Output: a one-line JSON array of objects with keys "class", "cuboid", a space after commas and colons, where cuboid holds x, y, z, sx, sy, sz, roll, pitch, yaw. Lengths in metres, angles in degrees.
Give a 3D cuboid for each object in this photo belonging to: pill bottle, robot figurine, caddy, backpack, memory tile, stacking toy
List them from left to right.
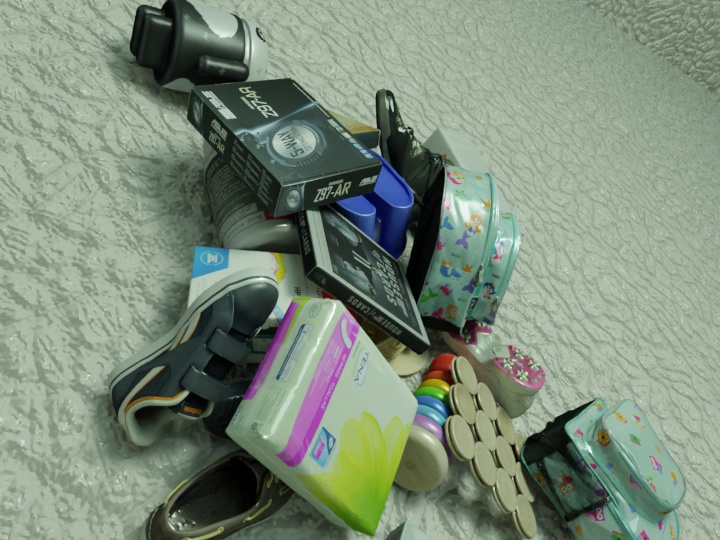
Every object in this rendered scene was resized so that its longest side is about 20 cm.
[{"class": "robot figurine", "cuboid": [-0.229, -0.322, 0.948, 0.195, 0.124, 0.155, 4, 70, -36]}, {"class": "pill bottle", "cuboid": [-0.137, -0.095, 0.827, 0.111, 0.114, 0.204, 4, 51, -35]}, {"class": "caddy", "cuboid": [-0.011, -0.089, 0.931, 0.138, 0.107, 0.201, -13, 47, -29]}, {"class": "stacking toy", "cuboid": [0.092, 0.174, 0.807, 0.085, 0.086, 0.200, 41, 34, 1]}, {"class": "backpack", "cuboid": [0.135, -0.034, 0.881, 0.145, 0.206, 0.179, 7, 25, 3]}, {"class": "memory tile", "cuboid": [0.163, 0.216, 0.803, 0.201, 0.017, 0.155, 52, 29, -22]}, {"class": "backpack", "cuboid": [0.327, 0.278, 0.839, 0.174, 0.152, 0.204, -6, 67, -54]}]

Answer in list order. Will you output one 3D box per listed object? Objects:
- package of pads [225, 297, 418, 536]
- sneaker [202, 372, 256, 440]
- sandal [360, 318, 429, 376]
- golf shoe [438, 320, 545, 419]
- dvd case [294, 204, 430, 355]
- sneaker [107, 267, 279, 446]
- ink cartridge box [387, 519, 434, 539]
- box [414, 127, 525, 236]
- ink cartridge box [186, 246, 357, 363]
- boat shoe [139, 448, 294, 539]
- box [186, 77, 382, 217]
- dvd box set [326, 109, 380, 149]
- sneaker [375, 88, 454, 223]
[{"class": "package of pads", "cuboid": [-0.026, 0.141, 0.643, 0.201, 0.067, 0.157, 54, 49, -37]}, {"class": "sneaker", "cuboid": [-0.092, 0.129, 0.714, 0.196, 0.071, 0.082, 2, 36, -41]}, {"class": "sandal", "cuboid": [0.025, 0.082, 0.834, 0.207, 0.070, 0.079, 11, 48, -32]}, {"class": "golf shoe", "cuboid": [0.166, 0.126, 0.914, 0.074, 0.094, 0.200, -16, 42, -33]}, {"class": "dvd case", "cuboid": [0.000, 0.000, 0.777, 0.198, 0.025, 0.152, 36, 25, -36]}, {"class": "sneaker", "cuboid": [-0.146, 0.085, 0.608, 0.078, 0.198, 0.080, 38, 16, -55]}, {"class": "ink cartridge box", "cuboid": [0.074, 0.381, 0.627, 0.172, 0.044, 0.201, 37, 40, -4]}, {"class": "box", "cuboid": [0.156, -0.107, 1.057, 0.096, 0.124, 0.204, 7, 50, -45]}, {"class": "ink cartridge box", "cuboid": [-0.090, 0.040, 0.722, 0.193, 0.069, 0.118, 4, 36, -13]}, {"class": "boat shoe", "cuboid": [-0.113, 0.206, 0.619, 0.197, 0.060, 0.073, -18, 66, -46]}, {"class": "box", "cuboid": [-0.092, -0.156, 0.782, 0.158, 0.044, 0.200, -18, 54, -40]}, {"class": "dvd box set", "cuboid": [-0.087, -0.211, 0.955, 0.144, 0.030, 0.198, -20, 37, -40]}, {"class": "sneaker", "cuboid": [0.084, -0.179, 0.981, 0.076, 0.111, 0.205, -90, 164, -79]}]
